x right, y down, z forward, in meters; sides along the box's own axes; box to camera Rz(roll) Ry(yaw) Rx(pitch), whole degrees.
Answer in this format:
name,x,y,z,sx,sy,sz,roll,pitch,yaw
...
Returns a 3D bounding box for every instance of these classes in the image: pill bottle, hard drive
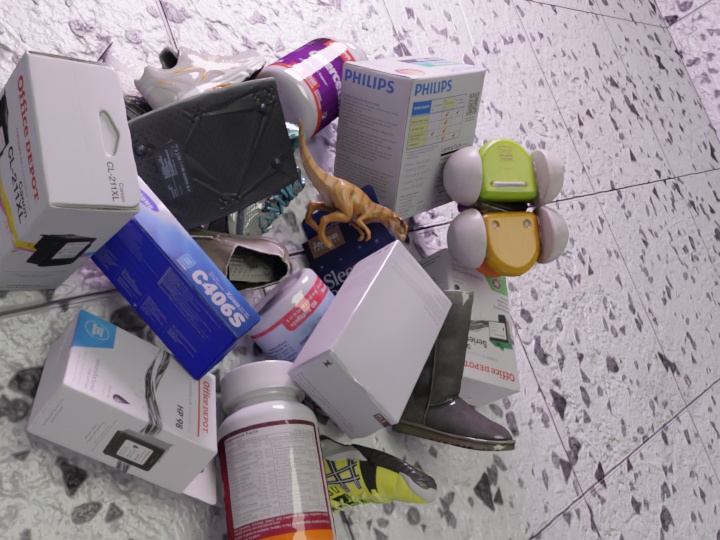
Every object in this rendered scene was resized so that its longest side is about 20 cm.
name,x,y,z,sx,sy,sz,roll,pitch,yaw
pill bottle,-0.091,0.205,0.771,0.109,0.109,0.202,12,54,-39
pill bottle,-0.040,0.104,0.901,0.200,0.108,0.109,49,44,-13
pill bottle,-0.068,-0.263,1.056,0.113,0.112,0.200,52,44,-10
hard drive,-0.172,-0.128,0.823,0.199,0.042,0.136,-27,116,-27

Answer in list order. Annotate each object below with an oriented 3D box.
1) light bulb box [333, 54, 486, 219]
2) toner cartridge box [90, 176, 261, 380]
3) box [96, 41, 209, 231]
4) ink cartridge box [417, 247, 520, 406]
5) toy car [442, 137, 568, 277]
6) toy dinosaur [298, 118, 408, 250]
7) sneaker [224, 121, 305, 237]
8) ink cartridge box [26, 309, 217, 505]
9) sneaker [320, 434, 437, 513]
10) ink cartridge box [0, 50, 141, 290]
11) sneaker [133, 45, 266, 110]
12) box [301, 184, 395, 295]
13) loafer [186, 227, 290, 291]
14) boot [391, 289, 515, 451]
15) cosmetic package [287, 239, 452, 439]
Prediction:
name,x,y,z,sx,sy,sz,roll,pitch,yaw
light bulb box,0.069,-0.198,1.075,0.197,0.124,0.202,-23,128,-48
toner cartridge box,-0.196,0.005,0.738,0.200,0.095,0.043,49,39,1
box,-0.247,-0.149,0.873,0.199,0.049,0.163,36,50,-27
ink cartridge box,0.157,0.088,1.114,0.145,0.084,0.202,18,57,-37
toy car,0.201,-0.088,1.091,0.173,0.150,0.203,-2,84,-13
toy dinosaur,-0.031,-0.093,0.928,0.199,0.107,0.061,35,13,-20
sneaker,-0.114,-0.102,0.917,0.085,0.078,0.203,7,74,2
ink cartridge box,-0.207,0.135,0.723,0.199,0.067,0.116,33,20,-28
sneaker,-0.006,0.235,0.821,0.075,0.198,0.077,42,59,-49
ink cartridge box,-0.294,-0.084,0.685,0.082,0.199,0.147,-1,70,-43
sneaker,-0.191,-0.243,0.898,0.092,0.076,0.200,47,39,-8
box,0.000,0.000,0.983,0.202,0.120,0.032,67,20,7
loafer,-0.166,-0.010,0.827,0.198,0.069,0.076,-5,101,-25
boot,0.129,0.127,0.980,0.073,0.180,0.203,41,60,-72
cosmetic package,0.017,0.074,0.832,0.113,0.081,0.200,49,44,-13
